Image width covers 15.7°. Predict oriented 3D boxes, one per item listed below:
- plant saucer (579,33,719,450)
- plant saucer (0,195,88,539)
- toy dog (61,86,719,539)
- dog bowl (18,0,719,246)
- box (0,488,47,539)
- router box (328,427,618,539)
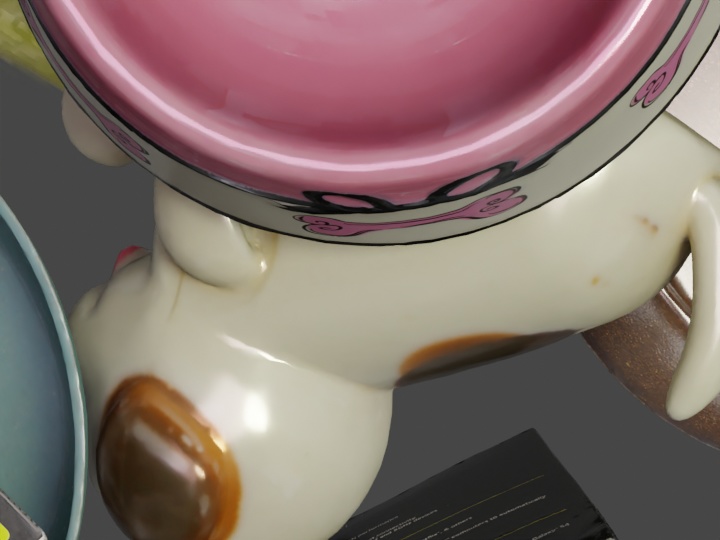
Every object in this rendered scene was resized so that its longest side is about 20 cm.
[{"bbox_3d":[0.152,-0.036,0.804,0.200,0.032,0.201,0,90,-1],"label":"plant saucer"},{"bbox_3d":[-0.155,0.045,0.769,0.200,0.036,0.200,2,93,28],"label":"plant saucer"},{"bbox_3d":[0.000,0.000,0.757,0.200,0.140,0.194,-45,82,13],"label":"toy dog"},{"bbox_3d":[0.001,-0.104,0.638,0.200,0.074,0.201,0,94,4],"label":"dog bowl"},{"bbox_3d":[-0.207,0.058,0.674,0.200,0.044,0.160,44,75,-1],"label":"box"},{"bbox_3d":[-0.017,0.122,0.740,0.200,0.149,0.051,-27,99,0],"label":"router box"}]
